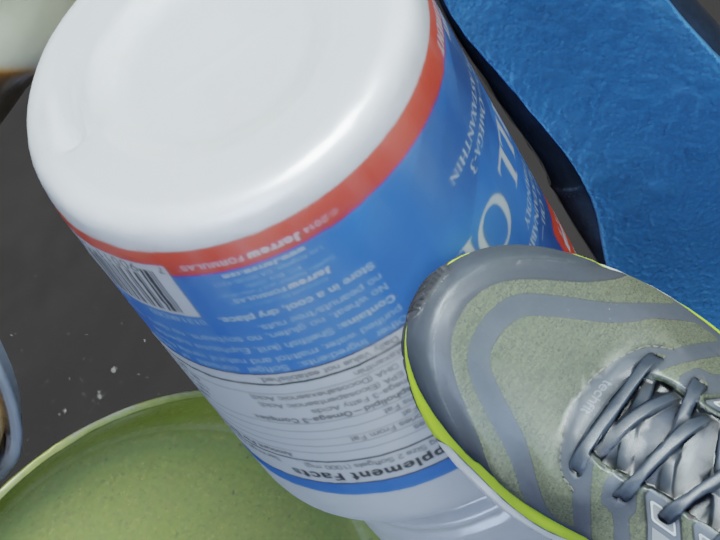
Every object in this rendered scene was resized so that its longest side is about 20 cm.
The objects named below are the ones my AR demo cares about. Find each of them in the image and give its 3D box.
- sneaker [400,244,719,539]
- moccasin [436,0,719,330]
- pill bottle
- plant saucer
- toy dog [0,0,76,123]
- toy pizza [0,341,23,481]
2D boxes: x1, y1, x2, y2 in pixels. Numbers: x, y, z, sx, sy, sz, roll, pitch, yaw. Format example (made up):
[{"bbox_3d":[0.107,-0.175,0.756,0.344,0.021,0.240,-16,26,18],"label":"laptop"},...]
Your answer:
[{"bbox_3d":[0.100,0.056,0.653,0.200,0.081,0.074,32,81,0],"label":"sneaker"},{"bbox_3d":[0.082,-0.052,0.747,0.080,0.068,0.200,-28,126,7],"label":"moccasin"},{"bbox_3d":[0.000,0.000,0.735,0.112,0.112,0.200,-17,141,15],"label":"pill bottle"},{"bbox_3d":[-0.060,0.129,0.830,0.200,0.031,0.200,-9,108,-28],"label":"plant saucer"},{"bbox_3d":[-0.134,-0.116,0.700,0.194,0.140,0.200,-24,132,-11],"label":"toy dog"},{"bbox_3d":[-0.186,0.004,0.773,0.200,0.032,0.200,27,150,17],"label":"toy pizza"}]
